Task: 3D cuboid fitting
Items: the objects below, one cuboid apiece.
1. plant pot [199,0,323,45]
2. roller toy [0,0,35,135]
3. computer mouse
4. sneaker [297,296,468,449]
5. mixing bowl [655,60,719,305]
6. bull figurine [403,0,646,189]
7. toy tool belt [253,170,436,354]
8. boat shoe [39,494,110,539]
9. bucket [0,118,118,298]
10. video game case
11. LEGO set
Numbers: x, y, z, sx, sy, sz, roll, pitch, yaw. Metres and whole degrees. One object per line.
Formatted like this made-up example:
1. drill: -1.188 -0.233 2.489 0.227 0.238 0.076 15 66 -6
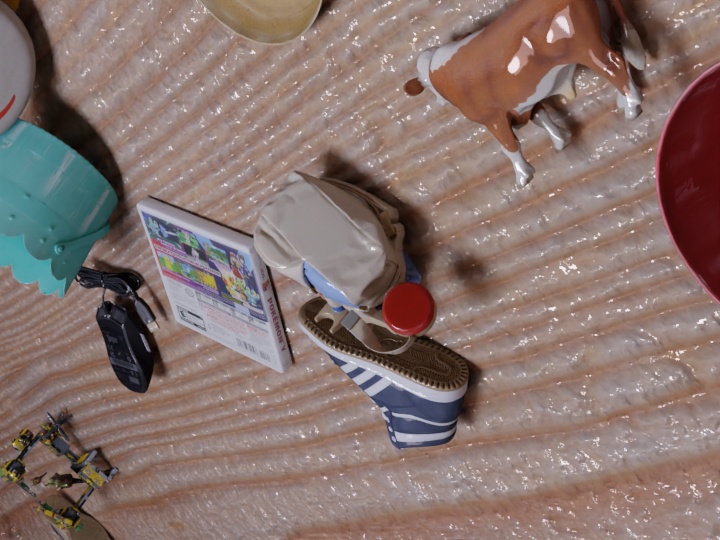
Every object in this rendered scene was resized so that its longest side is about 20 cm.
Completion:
1. plant pot: -0.096 -0.285 0.892 0.199 0.027 0.202 30 141 28
2. roller toy: -0.466 -0.237 1.216 0.139 0.199 0.184 32 141 46
3. computer mouse: -0.308 0.079 1.483 0.139 0.046 0.202 4 120 42
4. sneaker: 0.018 0.108 1.099 0.199 0.070 0.109 26 138 27
5. mixing bowl: 0.278 -0.057 0.602 0.199 0.108 0.202 29 141 27
6. bull figurine: 0.115 -0.135 0.759 0.122 0.065 0.200 50 149 -7
7. toy tool belt: 0.000 0.000 0.999 0.199 0.125 0.123 39 177 21
8. boat shoe: -0.576 0.539 2.216 0.199 0.072 0.065 33 156 19
9. bucket: -0.402 -0.078 1.306 0.206 0.136 0.208 28 160 11
10. video game case: -0.173 0.016 1.277 0.199 0.023 0.184 22 137 37
11. LEGO set: -0.530 0.359 1.914 0.201 0.154 0.116 51 146 -9
